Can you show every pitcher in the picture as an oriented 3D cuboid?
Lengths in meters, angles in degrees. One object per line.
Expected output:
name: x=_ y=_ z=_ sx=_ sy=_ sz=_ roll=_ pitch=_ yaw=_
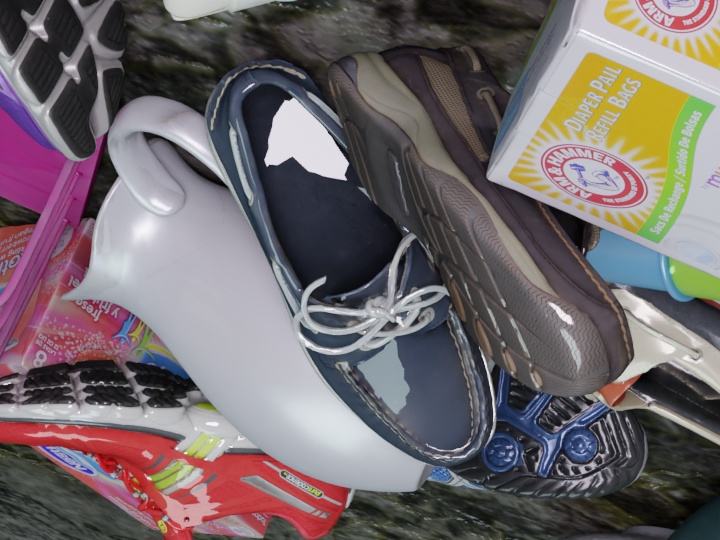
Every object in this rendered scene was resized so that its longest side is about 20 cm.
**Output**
pitcher: x=-0.036 y=0.008 z=0.980 sx=0.200 sy=0.121 sz=0.172 roll=31 pitch=154 yaw=8

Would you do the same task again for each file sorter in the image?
file sorter: x=-0.211 y=-0.030 z=0.997 sx=0.139 sy=0.126 sz=0.200 roll=25 pitch=163 yaw=-5

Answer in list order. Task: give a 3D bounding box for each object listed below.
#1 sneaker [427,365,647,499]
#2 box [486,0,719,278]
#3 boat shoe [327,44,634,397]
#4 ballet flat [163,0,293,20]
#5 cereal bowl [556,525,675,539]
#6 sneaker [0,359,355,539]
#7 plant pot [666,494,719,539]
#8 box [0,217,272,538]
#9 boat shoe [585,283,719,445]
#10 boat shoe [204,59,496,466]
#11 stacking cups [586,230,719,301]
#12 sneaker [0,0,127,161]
sneaker: x=0.058 y=0.077 z=1.110 sx=0.200 sy=0.076 sz=0.077 roll=10 pitch=176 yaw=24
box: x=0.158 y=-0.055 z=0.698 sx=0.200 sy=0.101 sz=0.113 roll=23 pitch=155 yaw=-3
boat shoe: x=0.054 y=-0.033 z=0.776 sx=0.200 sy=0.073 sz=0.075 roll=-124 pitch=15 yaw=-46
ballet flat: x=-0.076 y=-0.129 z=0.779 sx=0.200 sy=0.070 sz=0.067 roll=17 pitch=155 yaw=10
cereal bowl: x=0.183 y=0.206 z=1.225 sx=0.200 sy=0.083 sz=0.200 roll=20 pitch=160 yaw=8
sneaker: x=-0.100 y=0.098 z=1.063 sx=0.200 sy=0.085 sz=0.077 roll=10 pitch=-167 yaw=-5
plant pot: x=0.226 y=0.190 z=1.048 sx=0.200 sy=0.201 sz=0.161 roll=26 pitch=166 yaw=-10
box: x=-0.134 y=0.064 z=1.190 sx=0.103 sy=0.095 sz=0.200 roll=-3 pitch=146 yaw=44
boat shoe: x=0.131 y=0.036 z=0.957 sx=0.200 sy=0.063 sz=0.071 roll=23 pitch=158 yaw=2
boat shoe: x=0.000 y=0.000 z=0.897 sx=0.200 sy=0.075 sz=0.062 roll=64 pitch=177 yaw=-9
stacking cups: x=0.122 y=-0.015 z=0.873 sx=0.200 sy=0.061 sz=0.061 roll=8 pitch=153 yaw=37
sneaker: x=-0.170 y=-0.125 z=0.858 sx=0.083 sy=0.081 sz=0.200 roll=-10 pitch=132 yaw=38
